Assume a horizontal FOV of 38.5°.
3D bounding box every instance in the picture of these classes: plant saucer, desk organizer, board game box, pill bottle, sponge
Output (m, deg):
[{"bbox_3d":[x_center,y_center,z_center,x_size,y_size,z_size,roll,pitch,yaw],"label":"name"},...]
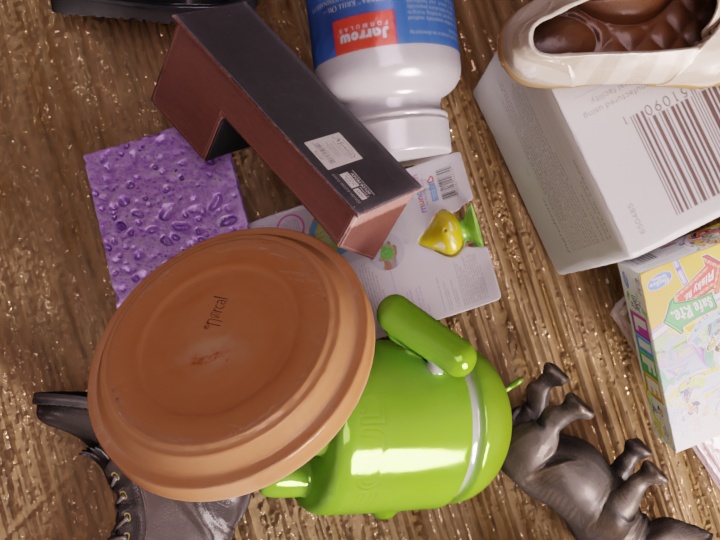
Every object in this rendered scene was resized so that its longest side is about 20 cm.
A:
[{"bbox_3d":[-0.088,0.051,0.673,0.197,0.033,0.203,-10,50,12],"label":"plant saucer"},{"bbox_3d":[-0.058,-0.092,0.729,0.200,0.077,0.071,48,43,17],"label":"desk organizer"},{"bbox_3d":[0.285,0.026,0.712,0.197,0.034,0.136,-20,108,-7],"label":"board game box"},{"bbox_3d":[0.016,-0.182,0.765,0.110,0.112,0.204,-8,87,-2],"label":"pill bottle"},{"bbox_3d":[-0.132,-0.010,0.767,0.110,0.030,0.203,-16,74,-3],"label":"sponge"}]

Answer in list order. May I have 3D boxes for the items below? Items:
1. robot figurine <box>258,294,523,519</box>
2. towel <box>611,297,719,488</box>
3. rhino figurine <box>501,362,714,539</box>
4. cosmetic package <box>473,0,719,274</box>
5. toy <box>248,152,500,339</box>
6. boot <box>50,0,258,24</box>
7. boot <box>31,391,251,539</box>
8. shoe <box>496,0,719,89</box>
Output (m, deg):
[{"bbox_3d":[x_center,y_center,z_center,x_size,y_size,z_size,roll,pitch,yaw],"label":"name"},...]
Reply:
[{"bbox_3d":[0.019,0.107,0.718,0.197,0.116,0.177,1,129,-25],"label":"robot figurine"},{"bbox_3d":[0.311,0.047,0.768,0.199,0.032,0.192,-37,105,-3],"label":"towel"},{"bbox_3d":[0.185,0.168,0.770,0.200,0.060,0.088,42,105,1],"label":"rhino figurine"},{"bbox_3d":[0.195,-0.110,0.722,0.163,0.200,0.167,-26,88,-4],"label":"cosmetic package"},{"bbox_3d":[0.000,0.000,0.777,0.197,0.047,0.117,-19,72,15],"label":"toy"},{"bbox_3d":[-0.157,-0.286,0.741,0.162,0.066,0.203,1,120,-2],"label":"boot"},{"bbox_3d":[-0.172,0.191,0.753,0.197,0.069,0.177,21,85,-2],"label":"boot"},{"bbox_3d":[0.179,-0.141,0.596,0.196,0.053,0.071,-10,87,-3],"label":"shoe"}]
